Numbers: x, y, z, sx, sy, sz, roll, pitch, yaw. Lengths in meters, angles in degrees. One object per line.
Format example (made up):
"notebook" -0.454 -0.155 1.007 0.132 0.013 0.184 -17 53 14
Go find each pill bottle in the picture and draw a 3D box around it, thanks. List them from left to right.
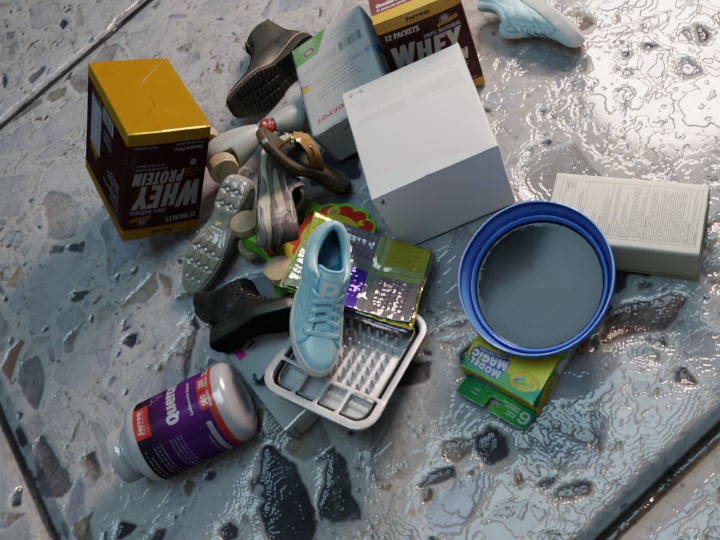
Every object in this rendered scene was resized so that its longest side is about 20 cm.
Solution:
"pill bottle" -0.249 0.218 1.181 0.197 0.113 0.114 -26 56 6

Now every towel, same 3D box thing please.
"towel" 0.000 0.000 1.188 0.196 0.023 0.145 19 58 9

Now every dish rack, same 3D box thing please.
"dish rack" -0.017 0.121 1.150 0.169 0.044 0.201 20 54 21

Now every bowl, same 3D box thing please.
"bowl" 0.223 0.013 1.076 0.196 0.039 0.205 -7 70 20

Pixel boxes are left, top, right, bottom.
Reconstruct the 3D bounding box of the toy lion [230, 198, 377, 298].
"toy lion" -0.075 -0.046 1.278 0.189 0.069 0.200 -30 48 -14

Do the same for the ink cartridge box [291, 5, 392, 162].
"ink cartridge box" -0.018 -0.301 1.372 0.144 0.087 0.203 -29 53 19

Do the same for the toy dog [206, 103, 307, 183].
"toy dog" -0.180 -0.198 1.410 0.195 0.097 0.134 -8 56 0

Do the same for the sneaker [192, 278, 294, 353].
"sneaker" -0.162 0.049 1.211 0.197 0.060 0.106 -25 49 29

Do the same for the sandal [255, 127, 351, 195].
"sandal" -0.078 -0.172 1.272 0.055 0.198 0.082 -49 44 18

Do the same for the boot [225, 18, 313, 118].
"boot" -0.185 -0.360 1.501 0.199 0.078 0.137 -41 51 -20

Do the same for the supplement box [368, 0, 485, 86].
"supplement box" 0.095 -0.406 1.329 0.130 0.201 0.201 -17 58 12

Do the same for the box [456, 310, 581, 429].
"box" 0.214 0.094 1.104 0.116 0.048 0.202 25 76 31

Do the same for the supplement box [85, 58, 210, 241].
"supplement box" -0.347 -0.197 1.365 0.131 0.202 0.198 -12 49 -31

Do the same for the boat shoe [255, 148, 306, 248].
"boat shoe" -0.119 -0.109 1.269 0.072 0.075 0.203 4 50 -8

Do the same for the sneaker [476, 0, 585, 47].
"sneaker" 0.266 -0.393 1.346 0.200 0.073 0.083 46 115 29

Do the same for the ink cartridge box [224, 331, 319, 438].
"ink cartridge box" -0.091 0.109 1.220 0.173 0.044 0.200 -44 56 -3

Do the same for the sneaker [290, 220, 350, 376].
"sneaker" -0.051 0.031 1.096 0.072 0.082 0.205 4 75 -10

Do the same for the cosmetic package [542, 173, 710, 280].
"cosmetic package" 0.349 -0.060 1.116 0.196 0.073 0.105 9 67 26

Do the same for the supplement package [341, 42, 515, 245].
"supplement package" 0.099 -0.178 1.236 0.188 0.147 0.203 -22 57 10

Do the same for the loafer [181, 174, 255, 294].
"loafer" -0.220 -0.053 1.347 0.069 0.070 0.203 29 93 19
